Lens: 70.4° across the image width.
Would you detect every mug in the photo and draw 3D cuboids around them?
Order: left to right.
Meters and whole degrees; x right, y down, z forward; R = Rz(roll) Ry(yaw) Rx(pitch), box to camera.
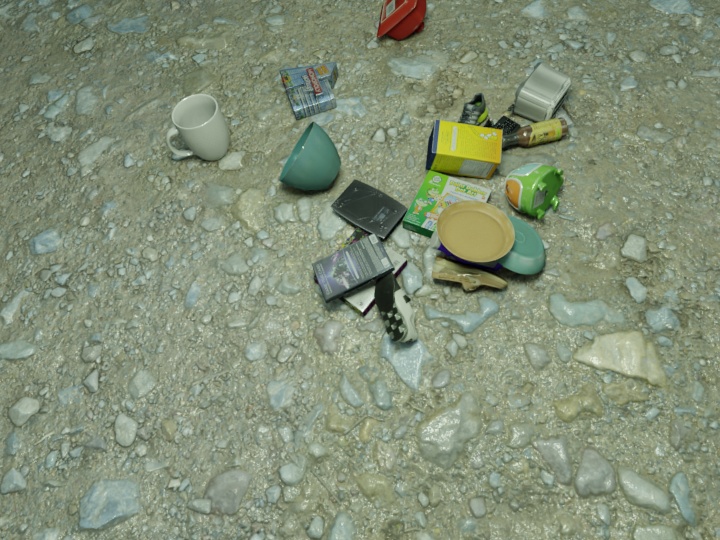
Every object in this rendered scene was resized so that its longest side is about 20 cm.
[{"bbox_3d":[-0.519,-0.433,1.627,0.198,0.176,0.149,-24,60,-6],"label":"mug"}]

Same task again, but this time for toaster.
[{"bbox_3d":[0.564,-0.546,1.594,0.129,0.114,0.200,32,67,19],"label":"toaster"}]

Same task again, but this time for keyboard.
[{"bbox_3d":[0.406,-0.417,1.584,0.104,0.040,0.200,34,69,22],"label":"keyboard"}]

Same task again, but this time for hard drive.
[{"bbox_3d":[0.026,-0.174,1.493,0.199,0.042,0.135,32,69,22],"label":"hard drive"}]

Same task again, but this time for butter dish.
[{"bbox_3d":[0.172,-0.919,1.839,0.198,0.147,0.202,-20,52,43],"label":"butter dish"}]

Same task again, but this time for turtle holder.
[{"bbox_3d":[0.487,-0.243,1.422,0.131,0.141,0.186,30,77,40],"label":"turtle holder"}]

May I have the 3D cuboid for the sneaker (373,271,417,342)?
[{"bbox_3d":[0.095,0.096,1.317,0.074,0.088,0.202,-32,57,34],"label":"sneaker"}]

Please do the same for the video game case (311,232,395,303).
[{"bbox_3d":[-0.023,-0.010,1.358,0.198,0.019,0.144,-27,48,2],"label":"video game case"}]

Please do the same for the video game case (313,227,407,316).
[{"bbox_3d":[0.000,0.000,1.402,0.180,0.036,0.200,33,70,22],"label":"video game case"}]

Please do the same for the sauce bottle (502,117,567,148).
[{"bbox_3d":[0.524,-0.413,1.554,0.198,0.065,0.065,-14,60,1],"label":"sauce bottle"}]

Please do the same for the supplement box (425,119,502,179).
[{"bbox_3d":[0.300,-0.352,1.491,0.197,0.109,0.111,9,74,-1],"label":"supplement box"}]

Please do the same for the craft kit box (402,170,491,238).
[{"bbox_3d":[0.250,-0.177,1.468,0.198,0.049,0.199,21,63,17],"label":"craft kit box"}]

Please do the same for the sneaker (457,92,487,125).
[{"bbox_3d":[0.332,-0.476,1.596,0.073,0.081,0.201,20,63,29],"label":"sneaker"}]

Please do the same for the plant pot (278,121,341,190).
[{"bbox_3d":[-0.137,-0.320,1.529,0.134,0.200,0.202,30,63,-19],"label":"plant pot"}]

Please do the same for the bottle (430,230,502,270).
[{"bbox_3d":[0.282,-0.058,1.343,0.198,0.066,0.084,15,44,-13],"label":"bottle"}]

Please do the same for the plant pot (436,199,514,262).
[{"bbox_3d":[0.289,-0.096,1.293,0.197,0.028,0.202,1,56,-1],"label":"plant pot"}]

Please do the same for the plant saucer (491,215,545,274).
[{"bbox_3d":[0.410,-0.080,1.348,0.198,0.036,0.202,13,48,-15],"label":"plant saucer"}]

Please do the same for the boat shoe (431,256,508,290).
[{"bbox_3d":[0.286,0.019,1.347,0.198,0.071,0.065,17,99,8],"label":"boat shoe"}]

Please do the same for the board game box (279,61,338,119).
[{"bbox_3d":[-0.159,-0.636,1.762,0.198,0.062,0.201,-20,60,-3],"label":"board game box"}]
